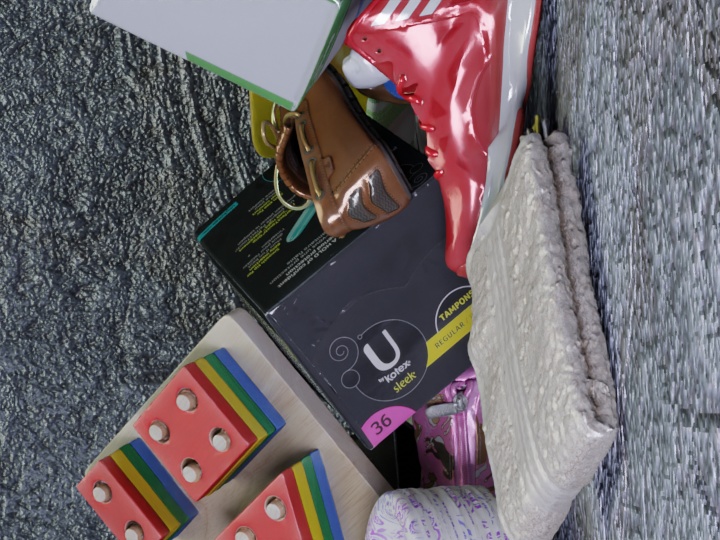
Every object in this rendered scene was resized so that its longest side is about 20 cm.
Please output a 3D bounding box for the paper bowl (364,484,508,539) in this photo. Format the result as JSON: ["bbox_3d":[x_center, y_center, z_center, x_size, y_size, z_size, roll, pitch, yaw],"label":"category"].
[{"bbox_3d":[0.070,0.233,1.360,0.201,0.103,0.203,178,90,-77],"label":"paper bowl"}]

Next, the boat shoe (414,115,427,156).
[{"bbox_3d":[0.074,-0.139,1.544,0.070,0.070,0.202,85,-172,-73],"label":"boat shoe"}]

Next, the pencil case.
[{"bbox_3d":[0.075,0.161,1.506,0.082,0.086,0.202,-3,91,50],"label":"pencil case"}]

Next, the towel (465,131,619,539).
[{"bbox_3d":[0.095,0.036,1.203,0.133,0.034,0.201,112,156,-53],"label":"towel"}]

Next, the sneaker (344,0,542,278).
[{"bbox_3d":[0.044,-0.100,1.339,0.078,0.114,0.202,-56,-24,-82],"label":"sneaker"}]

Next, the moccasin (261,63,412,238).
[{"bbox_3d":[-0.027,-0.077,1.422,0.074,0.077,0.202,59,-179,-36],"label":"moccasin"}]

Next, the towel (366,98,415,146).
[{"bbox_3d":[0.053,-0.170,1.684,0.150,0.031,0.201,-53,-20,-31],"label":"towel"}]

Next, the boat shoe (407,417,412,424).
[{"bbox_3d":[0.083,0.035,1.613,0.075,0.062,0.201,-88,12,-57],"label":"boat shoe"}]

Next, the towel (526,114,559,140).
[{"bbox_3d":[0.111,0.025,1.303,0.144,0.023,0.202,95,172,-70],"label":"towel"}]

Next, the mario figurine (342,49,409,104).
[{"bbox_3d":[0.038,-0.189,1.428,0.200,0.105,0.125,131,132,-64],"label":"mario figurine"}]

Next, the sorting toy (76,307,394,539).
[{"bbox_3d":[-0.091,0.167,1.511,0.200,0.199,0.069,-46,-11,34],"label":"sorting toy"}]

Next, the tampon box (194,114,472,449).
[{"bbox_3d":[0.000,0.000,1.485,0.127,0.150,0.200,52,176,-24],"label":"tampon box"}]

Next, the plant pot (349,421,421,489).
[{"bbox_3d":[-0.003,0.249,1.658,0.200,0.176,0.201,39,-139,-55],"label":"plant pot"}]

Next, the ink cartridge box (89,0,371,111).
[{"bbox_3d":[-0.065,-0.199,1.402,0.200,0.144,0.084,-61,-4,-61],"label":"ink cartridge box"}]

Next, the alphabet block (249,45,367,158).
[{"bbox_3d":[-0.004,-0.233,1.876,0.201,0.193,0.198,-94,0,-53],"label":"alphabet block"}]
